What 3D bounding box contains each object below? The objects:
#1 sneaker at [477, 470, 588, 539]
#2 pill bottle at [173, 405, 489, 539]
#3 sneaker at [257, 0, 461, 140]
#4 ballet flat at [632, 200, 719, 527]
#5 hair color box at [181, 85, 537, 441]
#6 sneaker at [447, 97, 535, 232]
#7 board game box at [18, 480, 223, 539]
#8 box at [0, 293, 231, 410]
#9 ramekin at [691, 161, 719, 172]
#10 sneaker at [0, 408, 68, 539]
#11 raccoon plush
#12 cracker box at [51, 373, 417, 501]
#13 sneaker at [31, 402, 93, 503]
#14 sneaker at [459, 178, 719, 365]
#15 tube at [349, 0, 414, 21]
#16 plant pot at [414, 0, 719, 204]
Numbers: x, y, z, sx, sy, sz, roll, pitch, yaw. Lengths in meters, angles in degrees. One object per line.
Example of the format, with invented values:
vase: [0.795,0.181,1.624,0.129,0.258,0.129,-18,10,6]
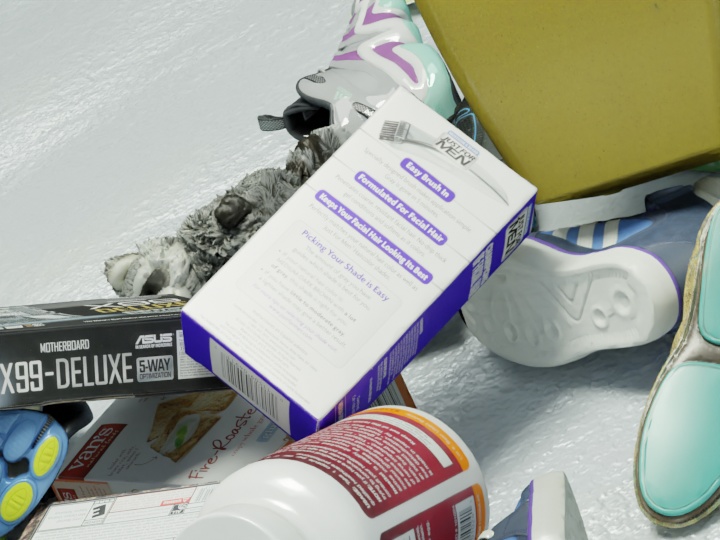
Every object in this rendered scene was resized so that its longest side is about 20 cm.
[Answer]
sneaker: [0.049,0.192,1.559,0.146,0.081,0.201,-13,35,14]
pill bottle: [-0.020,0.147,1.585,0.112,0.114,0.200,-8,6,30]
sneaker: [-0.015,-0.141,2.184,0.139,0.078,0.200,-26,27,-2]
ballet flat: [0.204,0.056,1.663,0.070,0.071,0.201,2,70,41]
hair color box: [0.000,0.000,1.720,0.109,0.065,0.200,38,70,16]
sneaker: [0.074,-0.084,2.018,0.081,0.073,0.200,-16,29,15]
board game box: [-0.133,0.221,1.641,0.159,0.097,0.200,-9,32,28]
box: [-0.186,0.050,1.784,0.199,0.050,0.158,-4,5,-20]
ramekin: [0.259,-0.153,1.959,0.199,0.098,0.200,-19,29,11]
sneaker: [-0.243,0.147,1.770,0.200,0.071,0.083,-49,-3,29]
raccoon plush: [-0.086,-0.017,2.048,0.133,0.097,0.200,-19,11,32]
cracker box: [-0.080,0.111,1.829,0.199,0.058,0.134,-1,35,39]
sneaker: [-0.236,0.136,1.904,0.080,0.074,0.201,-3,39,21]
sneaker: [0.167,-0.004,1.805,0.146,0.081,0.200,-26,13,-34]
tube: [0.030,-0.263,2.395,0.058,0.052,0.200,-59,15,32]
plant pot: [0.161,-0.143,1.789,0.199,0.178,0.200,-16,-3,23]
